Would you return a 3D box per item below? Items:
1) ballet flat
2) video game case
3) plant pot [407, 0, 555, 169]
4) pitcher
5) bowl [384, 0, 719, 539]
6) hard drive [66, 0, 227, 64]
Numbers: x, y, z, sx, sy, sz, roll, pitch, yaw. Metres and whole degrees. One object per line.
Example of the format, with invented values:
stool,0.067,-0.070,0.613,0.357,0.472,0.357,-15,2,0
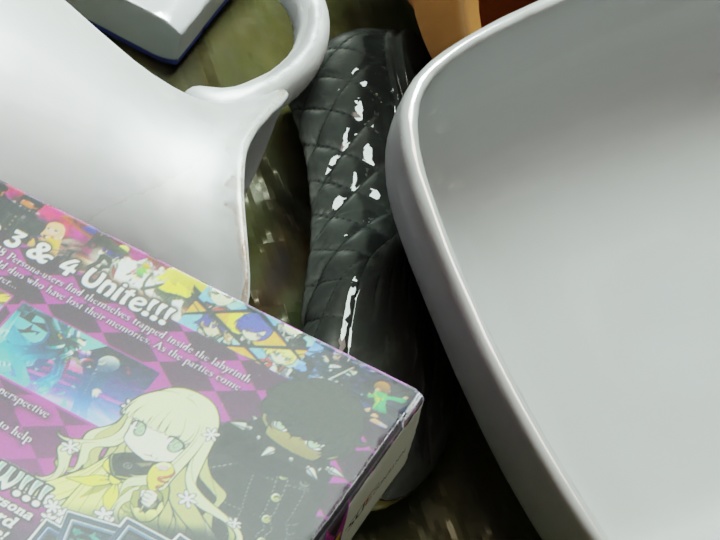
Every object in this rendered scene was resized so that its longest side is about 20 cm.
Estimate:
ballet flat,0.000,0.000,0.859,0.057,0.066,0.200,-22,41,24
video game case,-0.112,0.053,0.650,0.200,0.036,0.181,26,49,12
plant pot,0.084,-0.142,0.907,0.200,0.201,0.140,-18,33,-24
pitcher,-0.117,-0.061,0.836,0.199,0.121,0.172,20,54,-3
bowl,0.111,0.006,0.818,0.199,0.075,0.200,-21,80,-26
hard drive,-0.074,-0.176,0.994,0.132,0.025,0.200,28,55,10
